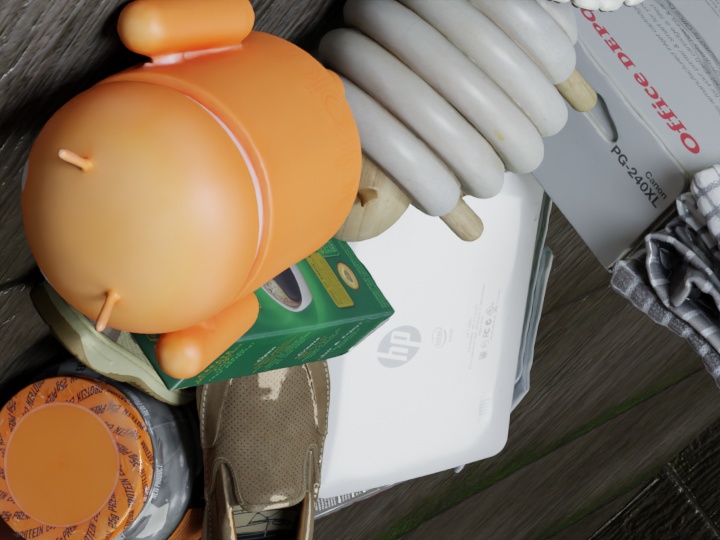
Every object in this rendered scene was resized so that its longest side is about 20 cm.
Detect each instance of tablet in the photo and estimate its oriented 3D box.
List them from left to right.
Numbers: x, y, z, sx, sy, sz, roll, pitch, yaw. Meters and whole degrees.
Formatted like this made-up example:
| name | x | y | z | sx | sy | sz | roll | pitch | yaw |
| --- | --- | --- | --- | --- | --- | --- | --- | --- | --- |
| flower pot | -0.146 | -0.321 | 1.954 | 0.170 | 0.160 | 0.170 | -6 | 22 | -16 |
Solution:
| name | x | y | z | sx | sy | sz | roll | pitch | yaw |
| --- | --- | --- | --- | --- | --- | --- | --- | --- | --- |
| tablet | 0.037 | 0.035 | 1.559 | 0.130 | 0.014 | 0.200 | -12 | 127 | -26 |

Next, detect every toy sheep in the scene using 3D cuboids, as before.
| name | x | y | z | sx | sy | sz | roll | pitch | yaw |
| --- | --- | --- | --- | --- | --- | --- | --- | --- | --- |
| toy sheep | 0.046 | -0.097 | 1.388 | 0.200 | 0.138 | 0.138 | -52 | 168 | -4 |

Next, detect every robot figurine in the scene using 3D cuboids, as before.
| name | x | y | z | sx | sy | sz | roll | pitch | yaw |
| --- | --- | --- | --- | --- | --- | --- | --- | --- | --- |
| robot figurine | -0.075 | -0.042 | 1.246 | 0.144 | 0.117 | 0.200 | -56 | 169 | 29 |

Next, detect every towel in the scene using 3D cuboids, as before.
| name | x | y | z | sx | sy | sz | roll | pitch | yaw |
| --- | --- | --- | --- | --- | --- | --- | --- | --- | --- |
| towel | 0.230 | 0.031 | 1.472 | 0.086 | 0.166 | 0.200 | -38 | 166 | 25 |

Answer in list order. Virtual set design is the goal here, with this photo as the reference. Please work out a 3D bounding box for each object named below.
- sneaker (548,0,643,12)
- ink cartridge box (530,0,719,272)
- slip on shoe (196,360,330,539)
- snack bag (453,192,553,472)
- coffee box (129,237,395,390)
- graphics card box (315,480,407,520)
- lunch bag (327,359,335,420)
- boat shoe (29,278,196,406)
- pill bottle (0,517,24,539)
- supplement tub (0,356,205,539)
| name | x | y | z | sx | sy | sz | roll | pitch | yaw |
| --- | --- | --- | --- | --- | --- | --- | --- | --- | --- |
| sneaker | 0.089 | -0.174 | 1.288 | 0.200 | 0.077 | 0.085 | -3 | 138 | -41 |
| ink cartridge box | 0.168 | -0.098 | 1.545 | 0.200 | 0.145 | 0.083 | -21 | 159 | -49 |
| slip on shoe | -0.053 | 0.106 | 1.525 | 0.076 | 0.061 | 0.200 | -4 | 128 | -19 |
| snack bag | 0.100 | 0.018 | 1.886 | 0.189 | 0.021 | 0.200 | 118 | -15 | -65 |
| coffee box | -0.068 | -0.007 | 1.401 | 0.044 | 0.123 | 0.200 | -39 | 169 | 22 |
| graphics card box | -0.036 | 0.115 | 1.849 | 0.200 | 0.051 | 0.125 | -23 | -156 | -23 |
| lunch bag | 0.000 | 0.000 | 1.600 | 0.170 | 0.128 | 0.200 | -35 | 163 | -8 |
| boat shoe | -0.108 | 0.025 | 1.507 | 0.065 | 0.073 | 0.200 | -38 | 166 | 10 |
| pill bottle | -0.211 | 0.240 | 1.683 | 0.112 | 0.200 | 0.112 | -36 | 167 | -10 |
| supplement tub | -0.133 | 0.109 | 1.620 | 0.122 | 0.123 | 0.200 | -41 | 166 | 12 |
